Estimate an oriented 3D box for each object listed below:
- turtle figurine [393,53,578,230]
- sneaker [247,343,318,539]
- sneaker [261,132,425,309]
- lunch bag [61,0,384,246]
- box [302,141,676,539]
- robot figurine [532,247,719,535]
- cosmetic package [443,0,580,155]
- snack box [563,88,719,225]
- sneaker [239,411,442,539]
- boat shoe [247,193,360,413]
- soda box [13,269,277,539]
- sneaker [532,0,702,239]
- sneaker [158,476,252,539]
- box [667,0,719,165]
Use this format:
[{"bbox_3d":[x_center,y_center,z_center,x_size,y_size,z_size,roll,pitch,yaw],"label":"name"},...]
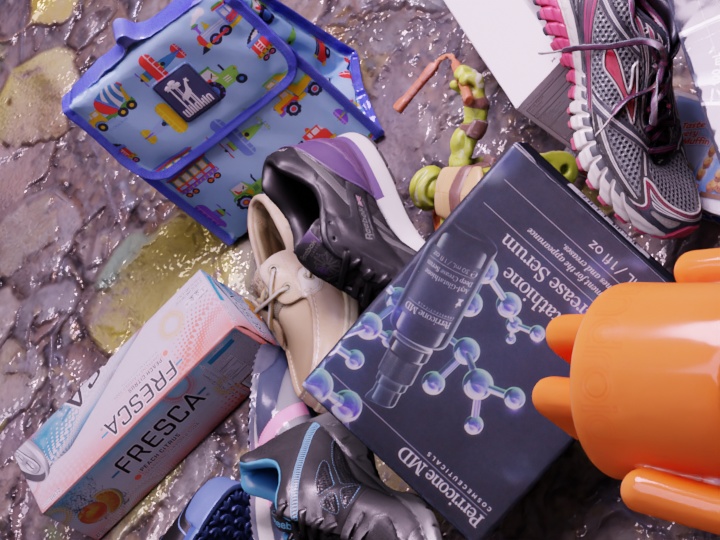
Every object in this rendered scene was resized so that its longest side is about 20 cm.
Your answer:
[{"bbox_3d":[0.078,-0.039,1.652,0.161,0.064,0.201,16,92,53],"label":"turtle figurine"},{"bbox_3d":[-0.033,0.132,1.661,0.082,0.070,0.200,-7,52,3],"label":"sneaker"},{"bbox_3d":[0.000,0.000,1.624,0.200,0.087,0.076,56,132,24],"label":"sneaker"},{"bbox_3d":[-0.107,-0.130,1.759,0.150,0.200,0.094,-35,48,19],"label":"lunch bag"},{"bbox_3d":[0.087,0.042,1.524,0.148,0.107,0.200,42,97,4],"label":"box"},{"bbox_3d":[0.197,0.065,1.379,0.199,0.117,0.144,-1,28,35],"label":"robot figurine"},{"bbox_3d":[0.110,-0.156,1.659,0.051,0.082,0.200,-45,37,14],"label":"cosmetic package"},{"bbox_3d":[0.219,-0.072,1.583,0.200,0.024,0.072,23,80,44],"label":"snack box"},{"bbox_3d":[-0.007,0.162,1.533,0.082,0.073,0.200,-17,31,-20],"label":"sneaker"},{"bbox_3d":[-0.045,0.019,1.686,0.200,0.065,0.072,-98,28,-49],"label":"boat shoe"},{"bbox_3d":[-0.151,0.096,1.765,0.200,0.064,0.068,-44,47,10],"label":"soda box"},{"bbox_3d":[0.169,-0.116,1.533,0.075,0.081,0.201,-21,86,39],"label":"sneaker"},{"bbox_3d":[-0.143,0.223,1.680,0.078,0.070,0.200,24,85,38],"label":"sneaker"},{"bbox_3d":[0.297,-0.110,1.464,0.182,0.104,0.200,-23,53,14],"label":"box"}]
